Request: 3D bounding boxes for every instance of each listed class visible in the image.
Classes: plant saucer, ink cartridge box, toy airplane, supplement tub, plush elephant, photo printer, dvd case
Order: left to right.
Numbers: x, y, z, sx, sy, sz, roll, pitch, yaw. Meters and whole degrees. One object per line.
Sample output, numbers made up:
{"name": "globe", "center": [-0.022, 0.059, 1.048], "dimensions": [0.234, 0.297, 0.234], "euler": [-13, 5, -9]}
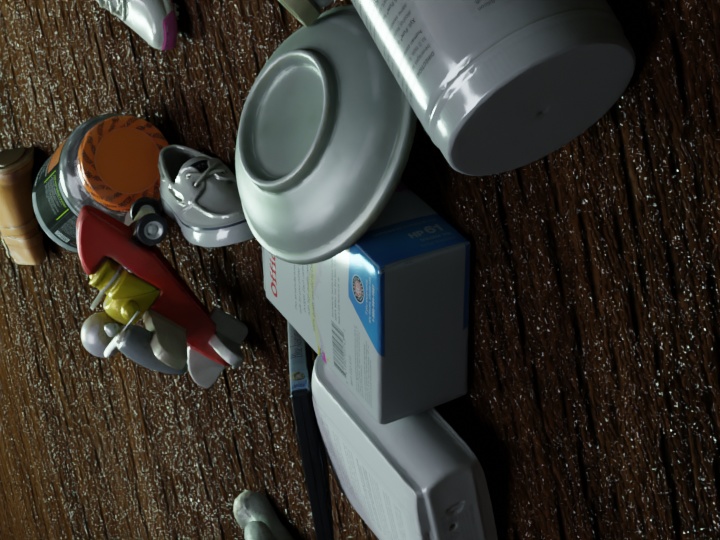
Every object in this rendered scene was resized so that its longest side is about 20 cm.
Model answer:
{"name": "supplement tub", "center": [-0.268, -0.092, 1.843], "dimensions": [0.200, 0.122, 0.123], "euler": [-23, 86, 67]}
{"name": "toy airplane", "center": [-0.208, 0.044, 1.736], "dimensions": [0.199, 0.141, 0.200], "euler": [54, 179, 23]}
{"name": "plush elephant", "center": [-0.121, 0.352, 1.793], "dimensions": [0.200, 0.154, 0.166], "euler": [32, 135, 56]}
{"name": "plant saucer", "center": [-0.041, -0.107, 1.303], "dimensions": [0.200, 0.050, 0.201], "euler": [-21, 61, 45]}
{"name": "dvd case", "center": [-0.045, 0.130, 1.543], "dimensions": [0.200, 0.017, 0.143], "euler": [-100, 1, -69]}
{"name": "ink cartridge box", "center": [0.000, 0.000, 1.368], "dimensions": [0.200, 0.084, 0.145], "euler": [44, 144, 46]}
{"name": "photo printer", "center": [0.031, 0.159, 1.412], "dimensions": [0.200, 0.069, 0.167], "euler": [45, 156, 46]}
{"name": "supplement tub", "center": [0.062, -0.173, 1.052], "dimensions": [0.201, 0.131, 0.132], "euler": [63, 155, 21]}

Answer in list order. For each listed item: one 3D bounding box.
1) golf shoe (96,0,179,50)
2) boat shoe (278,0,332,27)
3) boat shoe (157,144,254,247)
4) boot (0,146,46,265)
{"name": "golf shoe", "center": [-0.244, -0.279, 1.699], "dimensions": [0.200, 0.091, 0.076], "euler": [55, 150, 32]}
{"name": "boat shoe", "center": [-0.082, -0.275, 1.330], "dimensions": [0.200, 0.068, 0.075], "euler": [47, -177, 12]}
{"name": "boat shoe", "center": [-0.145, -0.076, 1.659], "dimensions": [0.200, 0.072, 0.066], "euler": [-140, 33, -63]}
{"name": "boot", "center": [-0.450, -0.081, 2.318], "dimensions": [0.200, 0.073, 0.156], "euler": [-160, 56, -76]}
